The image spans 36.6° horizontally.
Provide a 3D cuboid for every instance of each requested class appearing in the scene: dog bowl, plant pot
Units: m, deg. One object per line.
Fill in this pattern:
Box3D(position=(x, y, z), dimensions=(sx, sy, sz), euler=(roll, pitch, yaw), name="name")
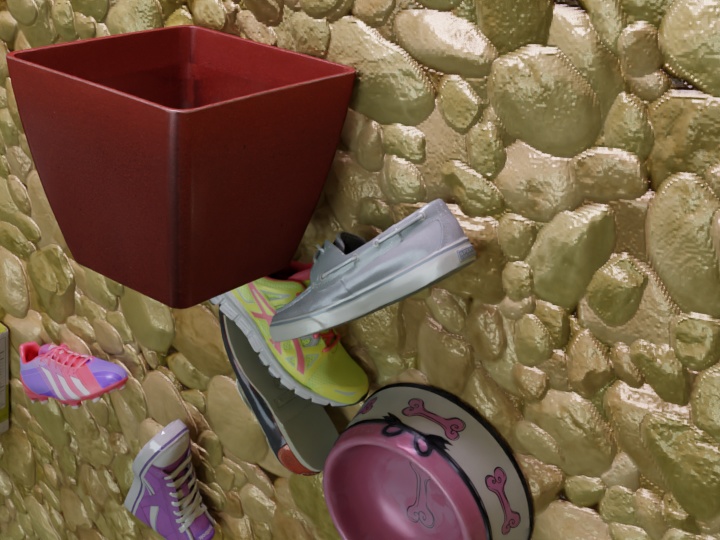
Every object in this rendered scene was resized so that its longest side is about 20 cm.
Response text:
Box3D(position=(0.051, 0.206, 0.979), dimensions=(0.200, 0.074, 0.200), euler=(22, 126, 33), name="dog bowl")
Box3D(position=(-0.145, -0.085, 0.887), dimensions=(0.200, 0.200, 0.176), euler=(22, 119, 32), name="plant pot")

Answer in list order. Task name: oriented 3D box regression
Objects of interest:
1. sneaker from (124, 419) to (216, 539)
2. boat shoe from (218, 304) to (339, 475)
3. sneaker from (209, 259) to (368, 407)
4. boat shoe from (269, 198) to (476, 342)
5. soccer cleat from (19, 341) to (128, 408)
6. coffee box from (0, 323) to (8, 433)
Box3D(position=(-0.202, 0.252, 1.244), dimensions=(0.114, 0.073, 0.201), euler=(40, 144, 13), name="sneaker")
Box3D(position=(-0.086, 0.107, 1.053), dimensions=(0.063, 0.071, 0.200), euler=(-27, 90, 59), name="boat shoe")
Box3D(position=(-0.058, 0.039, 0.987), dimensions=(0.200, 0.078, 0.090), euler=(45, 113, -2), name="sneaker")
Box3D(position=(0.000, 0.000, 0.902), dimensions=(0.201, 0.070, 0.072), euler=(-26, 85, 28), name="boat shoe")
Box3D(position=(-0.352, 0.120, 1.308), dimensions=(0.200, 0.067, 0.077), euler=(-7, 103, 47), name="soccer cleat")
Box3D(position=(-0.611, 0.139, 1.451), dimensions=(0.200, 0.200, 0.198), euler=(33, 131, 24), name="coffee box")
